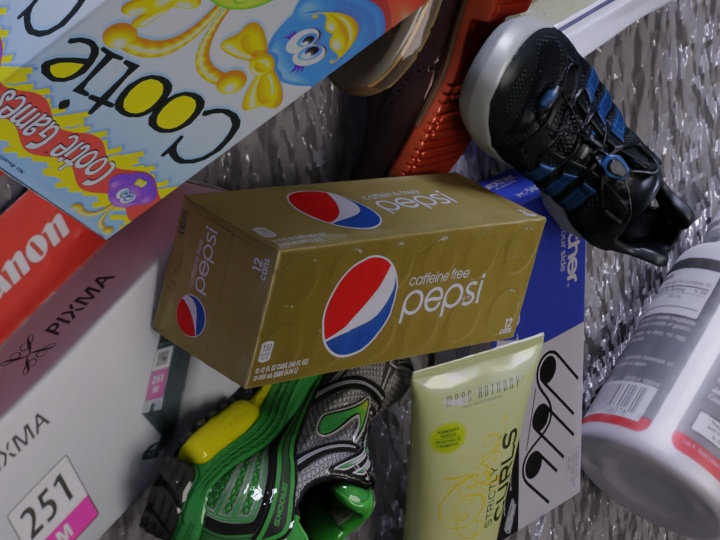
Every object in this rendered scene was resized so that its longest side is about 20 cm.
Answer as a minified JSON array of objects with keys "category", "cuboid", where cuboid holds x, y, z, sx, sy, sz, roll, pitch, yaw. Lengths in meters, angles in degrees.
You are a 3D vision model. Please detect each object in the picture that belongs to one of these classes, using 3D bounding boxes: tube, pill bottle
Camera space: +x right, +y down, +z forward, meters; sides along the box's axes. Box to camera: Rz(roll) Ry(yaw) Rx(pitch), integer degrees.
[{"category":"tube","cuboid":[0.052,0.116,1.090,0.058,0.052,0.201,-56,159,-46]},{"category":"pill bottle","cuboid":[0.227,0.057,1.276,0.201,0.113,0.114,-56,138,-20]}]

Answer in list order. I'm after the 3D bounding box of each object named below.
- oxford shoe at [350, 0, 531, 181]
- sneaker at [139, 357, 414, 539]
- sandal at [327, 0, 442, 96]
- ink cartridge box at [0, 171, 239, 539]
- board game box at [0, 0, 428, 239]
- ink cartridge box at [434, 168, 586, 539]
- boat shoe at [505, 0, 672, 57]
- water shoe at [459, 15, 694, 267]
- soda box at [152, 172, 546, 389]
[{"category":"oxford shoe","cuboid":[0.030,-0.108,1.030,0.201,0.072,0.071,-65,162,15]},{"category":"sneaker","cuboid":[-0.024,0.092,0.984,0.200,0.085,0.078,-41,161,-53]},{"category":"sandal","cuboid":[0.009,-0.184,0.966,0.054,0.080,0.202,13,91,-35]},{"category":"ink cartridge box","cuboid":[-0.131,0.025,0.893,0.200,0.043,0.174,-47,136,-29]},{"category":"board game box","cuboid":[-0.067,-0.124,0.788,0.199,0.105,0.103,-36,142,15]},{"category":"ink cartridge box","cuboid":[0.085,0.047,1.158,0.094,0.044,0.202,-23,119,-46]},{"category":"boat shoe","cuboid":[0.141,-0.177,1.127,0.200,0.072,0.062,-40,126,-33]},{"category":"water shoe","cuboid":[0.120,-0.065,1.042,0.072,0.079,0.200,-59,147,-4]},{"category":"soda box","cuboid":[0.000,0.000,0.952,0.199,0.064,0.068,-9,120,-50]}]
